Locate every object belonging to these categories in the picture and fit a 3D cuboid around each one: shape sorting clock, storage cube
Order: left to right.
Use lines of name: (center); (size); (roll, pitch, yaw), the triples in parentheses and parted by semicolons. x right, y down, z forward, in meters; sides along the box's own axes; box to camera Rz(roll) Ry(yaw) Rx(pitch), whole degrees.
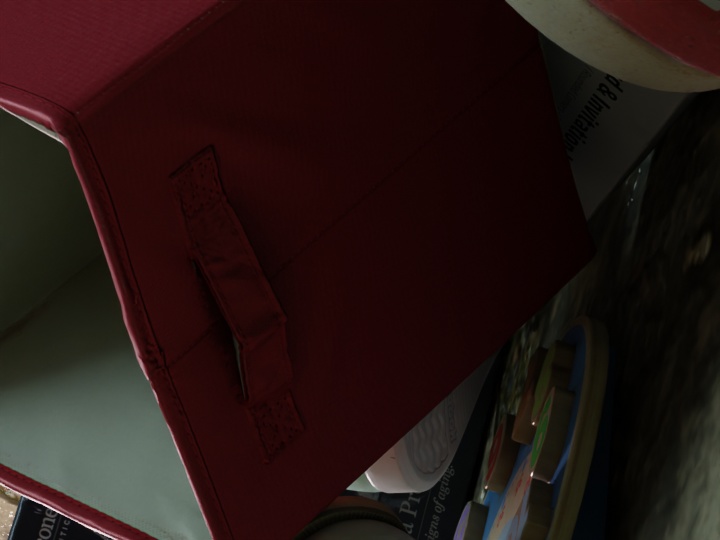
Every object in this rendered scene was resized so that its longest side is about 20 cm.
storage cube: (-0.060, -0.043, 0.734); (0.180, 0.200, 0.171); (-40, -49, -30)
shape sorting clock: (0.040, 0.109, 0.782); (0.200, 0.039, 0.200); (-163, 90, -85)

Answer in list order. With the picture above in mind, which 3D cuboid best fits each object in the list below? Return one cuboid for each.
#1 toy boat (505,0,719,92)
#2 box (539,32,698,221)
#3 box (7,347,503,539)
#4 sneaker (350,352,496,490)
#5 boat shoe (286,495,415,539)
toy boat: (0.102, -0.147, 0.620); (0.131, 0.130, 0.200); (-24, 44, 52)
box: (0.031, -0.119, 0.774); (0.041, 0.200, 0.156); (-47, -4, -21)
box: (-0.050, 0.089, 1.036); (0.104, 0.182, 0.200); (118, 167, -69)
sneaker: (0.000, 0.000, 0.876); (0.201, 0.118, 0.074); (-55, -41, -47)
boat shoe: (-0.019, 0.168, 0.732); (0.068, 0.075, 0.200); (53, 130, 56)
